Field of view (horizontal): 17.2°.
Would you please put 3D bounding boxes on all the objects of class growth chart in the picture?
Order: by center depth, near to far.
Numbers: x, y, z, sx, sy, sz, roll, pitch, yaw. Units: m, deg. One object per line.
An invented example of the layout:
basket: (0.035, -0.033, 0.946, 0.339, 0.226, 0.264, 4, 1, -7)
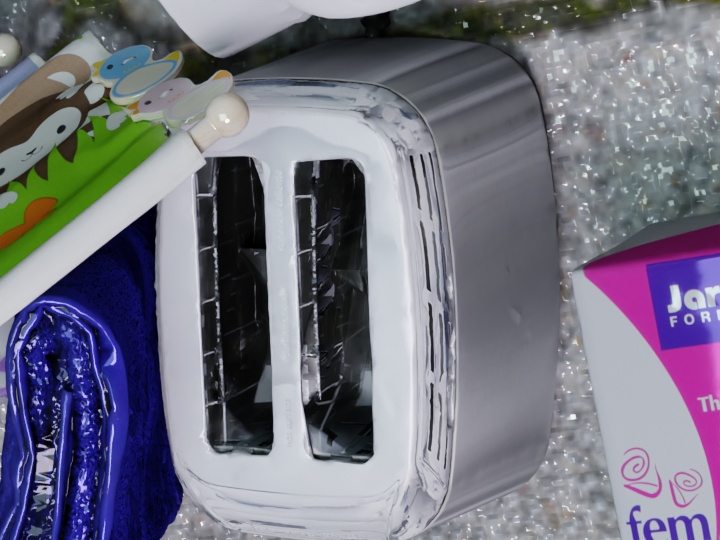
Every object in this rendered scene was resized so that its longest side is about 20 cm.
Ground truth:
growth chart: (-0.121, -0.030, 0.781, 0.145, 0.200, 0.018, -44, 119, -13)

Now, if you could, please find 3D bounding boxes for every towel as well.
towel: (-0.087, 0.054, 0.820, 0.049, 0.200, 0.149, 10, 105, 0)

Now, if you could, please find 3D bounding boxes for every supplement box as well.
supplement box: (0.146, 0.081, 0.778, 0.101, 0.103, 0.201, -10, 95, 24)

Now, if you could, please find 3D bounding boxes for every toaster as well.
toaster: (0.000, 0.000, 0.806, 0.113, 0.129, 0.201, 4, 101, 21)

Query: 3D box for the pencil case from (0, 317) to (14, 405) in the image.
pencil case: (-0.179, -0.036, 0.901, 0.085, 0.084, 0.201, -18, 91, 59)

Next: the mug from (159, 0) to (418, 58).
mug: (0.003, -0.156, 0.745, 0.175, 0.201, 0.148, -27, 134, 10)
